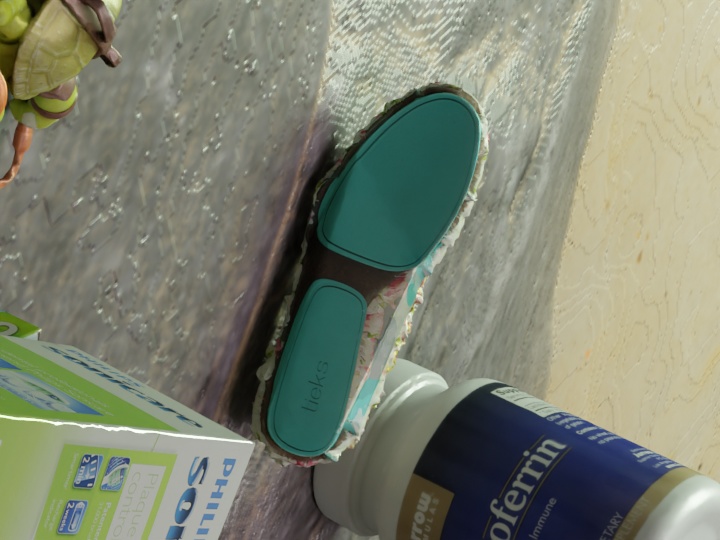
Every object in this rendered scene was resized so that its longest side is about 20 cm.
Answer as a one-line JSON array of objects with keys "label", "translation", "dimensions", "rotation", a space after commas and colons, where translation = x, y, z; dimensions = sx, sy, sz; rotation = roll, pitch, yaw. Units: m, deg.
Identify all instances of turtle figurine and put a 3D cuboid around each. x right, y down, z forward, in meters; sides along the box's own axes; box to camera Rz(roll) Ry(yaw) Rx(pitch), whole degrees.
[{"label": "turtle figurine", "translation": [-0.110, -0.107, 0.873], "dimensions": [0.162, 0.064, 0.200], "rotation": [-55, 161, -13]}]

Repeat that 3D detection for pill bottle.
[{"label": "pill bottle", "translation": [0.081, 0.124, 1.247], "dimensions": [0.116, 0.199, 0.116], "rotation": [-36, 138, -41]}]

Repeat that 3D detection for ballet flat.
[{"label": "ballet flat", "translation": [0.000, 0.000, 1.176], "dimensions": [0.201, 0.075, 0.064], "rotation": [-63, -178, 4]}]

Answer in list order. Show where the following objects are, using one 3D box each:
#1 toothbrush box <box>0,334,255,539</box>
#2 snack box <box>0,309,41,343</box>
[{"label": "toothbrush box", "translation": [-0.138, 0.093, 0.697], "dimensions": [0.200, 0.086, 0.146], "rotation": [15, 99, -61]}, {"label": "snack box", "translation": [-0.219, 0.044, 0.758], "dimensions": [0.200, 0.142, 0.053], "rotation": [-24, 131, -48]}]
